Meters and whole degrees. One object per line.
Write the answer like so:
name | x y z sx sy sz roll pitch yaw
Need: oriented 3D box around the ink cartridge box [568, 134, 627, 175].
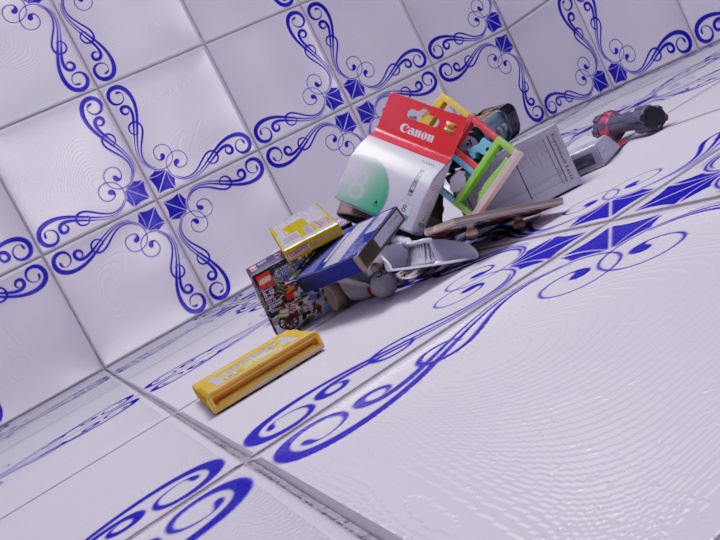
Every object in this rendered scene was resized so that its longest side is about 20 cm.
ink cartridge box | 0.408 -0.213 1.456 0.161 0.058 0.200 -23 12 37

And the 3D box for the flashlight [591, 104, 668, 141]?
flashlight | 0.527 -0.289 1.496 0.068 0.068 0.200 -51 12 -4

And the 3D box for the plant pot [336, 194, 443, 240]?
plant pot | 0.075 -0.155 1.374 0.197 0.176 0.200 17 -2 1

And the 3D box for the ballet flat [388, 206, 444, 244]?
ballet flat | 0.085 -0.085 1.513 0.200 0.068 0.069 -43 21 48

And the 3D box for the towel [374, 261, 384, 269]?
towel | 0.037 -0.002 1.472 0.198 0.023 0.144 -26 6 14

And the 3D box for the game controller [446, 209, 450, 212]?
game controller | 0.198 -0.121 1.649 0.103 0.043 0.200 -29 7 -8

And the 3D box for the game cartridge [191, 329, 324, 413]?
game cartridge | -0.154 0.138 1.103 0.175 0.033 0.200 -30 7 -18

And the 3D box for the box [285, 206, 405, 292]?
box | -0.027 -0.027 1.190 0.199 0.033 0.121 -19 27 50

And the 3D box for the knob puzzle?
knob puzzle | 0.191 -0.066 1.172 0.216 0.031 0.220 -12 -2 0

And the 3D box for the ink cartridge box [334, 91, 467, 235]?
ink cartridge box | 0.064 -0.179 1.236 0.160 0.202 0.050 26 9 29

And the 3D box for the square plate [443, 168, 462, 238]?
square plate | 0.217 -0.149 1.539 0.198 0.029 0.199 -28 34 1

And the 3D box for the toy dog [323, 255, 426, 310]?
toy dog | 0.000 0.000 1.254 0.131 0.097 0.199 -33 8 -40

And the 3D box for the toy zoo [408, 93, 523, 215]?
toy zoo | 0.150 -0.192 1.235 0.132 0.200 0.020 -55 -24 21

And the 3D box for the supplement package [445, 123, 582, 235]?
supplement package | 0.261 -0.157 1.319 0.198 0.115 0.110 -26 7 6

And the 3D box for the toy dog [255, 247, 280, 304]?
toy dog | -0.132 0.020 1.651 0.198 0.141 0.194 -27 42 -9

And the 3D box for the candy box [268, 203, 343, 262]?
candy box | -0.097 -0.068 1.300 0.101 0.027 0.200 -25 18 -6

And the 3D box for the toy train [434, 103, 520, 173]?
toy train | 0.198 -0.233 1.324 0.113 0.086 0.200 -10 17 37

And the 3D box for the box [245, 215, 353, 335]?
box | -0.085 0.012 1.333 0.198 0.138 0.038 -30 31 -14

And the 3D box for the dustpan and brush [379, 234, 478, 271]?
dustpan and brush | 0.080 -0.033 1.168 0.138 0.058 0.200 -9 0 -14
